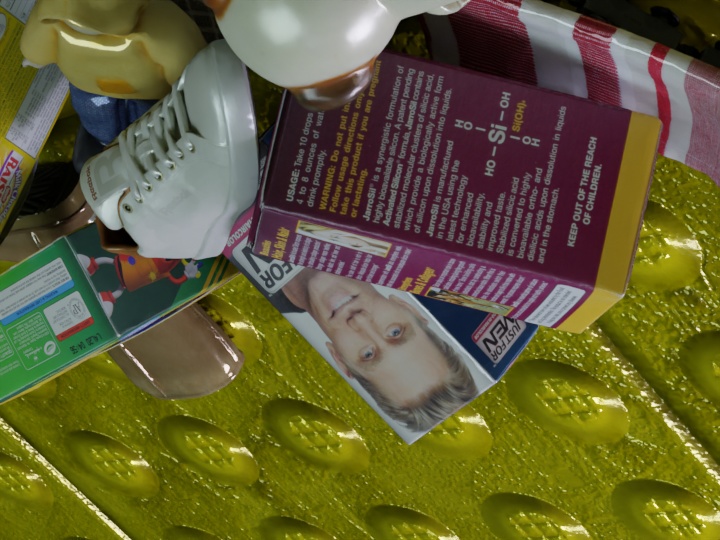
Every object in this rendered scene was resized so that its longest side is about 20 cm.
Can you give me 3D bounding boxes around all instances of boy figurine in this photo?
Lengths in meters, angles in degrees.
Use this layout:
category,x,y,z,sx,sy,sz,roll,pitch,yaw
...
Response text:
category,x,y,z,sx,sy,sz,roll,pitch,yaw
boy figurine,-0.131,-0.116,1.300,0.124,0.065,0.200,16,158,8

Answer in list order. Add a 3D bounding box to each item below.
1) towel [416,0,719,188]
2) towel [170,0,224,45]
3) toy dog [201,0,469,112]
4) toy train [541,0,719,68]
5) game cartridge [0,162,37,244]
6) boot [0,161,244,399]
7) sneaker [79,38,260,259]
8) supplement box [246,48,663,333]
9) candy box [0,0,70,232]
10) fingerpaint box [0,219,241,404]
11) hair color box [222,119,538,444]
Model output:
category,x,y,z,sx,sy,sz,roll,pitch,yaw
towel,0.119,-0.104,1.257,0.199,0.023,0.144,23,168,15
towel,-0.089,-0.193,1.287,0.199,0.086,0.166,15,146,21
toy dog,0.020,-0.160,1.124,0.200,0.194,0.139,-31,127,29
toy train,0.137,-0.129,1.251,0.199,0.034,0.046,28,160,1
game cartridge,-0.289,-0.056,1.536,0.133,0.200,0.041,36,129,-10
boot,-0.203,0.016,1.689,0.175,0.066,0.200,-2,138,40
sneaker,-0.105,-0.055,1.272,0.084,0.073,0.200,-6,154,-16
supplement box,0.047,-0.045,1.276,0.199,0.104,0.131,14,170,-3
candy box,-0.212,-0.106,1.376,0.026,0.201,0.102,21,171,28
fingerpaint box,-0.172,0.016,1.493,0.200,0.167,0.074,-27,92,41
hair color box,0.000,0.000,1.415,0.200,0.061,0.100,45,138,-4
